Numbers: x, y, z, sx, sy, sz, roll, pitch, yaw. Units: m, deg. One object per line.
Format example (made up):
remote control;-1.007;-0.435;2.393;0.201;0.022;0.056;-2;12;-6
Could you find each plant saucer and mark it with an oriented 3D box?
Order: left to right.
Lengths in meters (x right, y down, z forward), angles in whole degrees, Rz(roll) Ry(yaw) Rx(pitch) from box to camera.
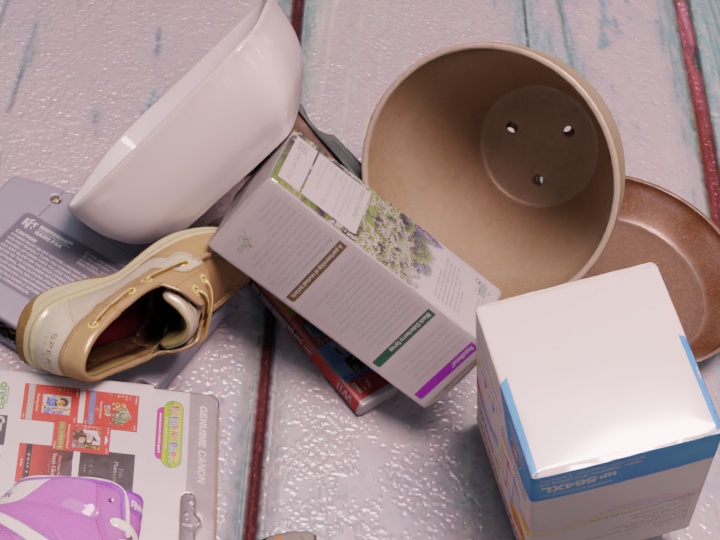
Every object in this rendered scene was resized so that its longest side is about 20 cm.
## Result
plant saucer;0.221;0.005;1.125;0.200;0.037;0.201;7;51;-9

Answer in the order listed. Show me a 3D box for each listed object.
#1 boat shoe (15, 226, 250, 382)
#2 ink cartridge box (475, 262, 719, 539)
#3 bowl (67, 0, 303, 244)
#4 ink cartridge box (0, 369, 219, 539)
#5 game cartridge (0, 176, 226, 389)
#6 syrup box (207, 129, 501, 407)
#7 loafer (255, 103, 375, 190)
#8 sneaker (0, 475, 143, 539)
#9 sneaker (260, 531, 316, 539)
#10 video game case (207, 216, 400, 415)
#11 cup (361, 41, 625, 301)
boat shoe;-0.137;0.028;0.925;0.066;0.074;0.200;26;37;32
ink cartridge box;0.155;0.111;0.930;0.125;0.200;0.129;-14;59;-3
bowl;-0.117;-0.105;1.015;0.075;0.200;0.200;45;15;-16
ink cartridge box;-0.182;0.172;0.856;0.175;0.084;0.200;7;52;-12
game cartridge;-0.208;0.013;1.007;0.200;0.041;0.133;30;55;9
syrup box;0.000;0.000;0.969;0.200;0.081;0.079;38;32;-12
loafer;-0.069;-0.101;1.096;0.063;0.072;0.200;-29;51;-24
sneaker;-0.128;0.182;0.767;0.200;0.073;0.114;29;48;5
sneaker;-0.011;0.245;0.853;0.079;0.074;0.200;-19;59;-33
video game case;-0.008;0.008;1.074;0.143;0.017;0.200;-27;63;-31
cup;0.120;-0.085;1.048;0.200;0.201;0.143;34;27;12
